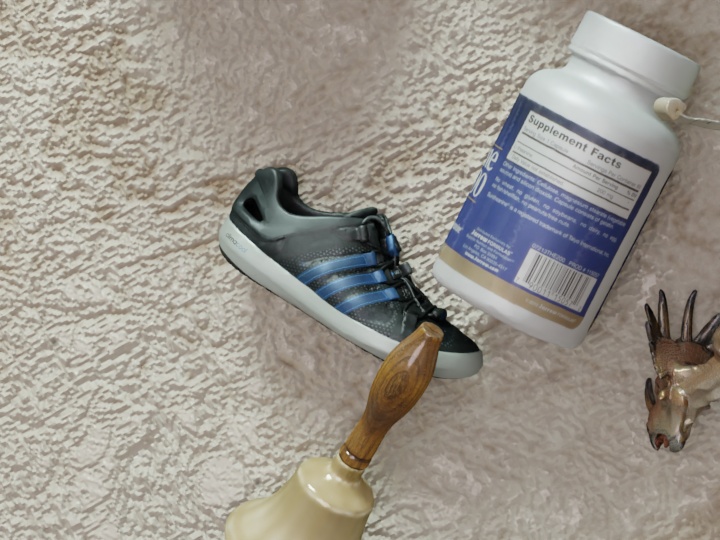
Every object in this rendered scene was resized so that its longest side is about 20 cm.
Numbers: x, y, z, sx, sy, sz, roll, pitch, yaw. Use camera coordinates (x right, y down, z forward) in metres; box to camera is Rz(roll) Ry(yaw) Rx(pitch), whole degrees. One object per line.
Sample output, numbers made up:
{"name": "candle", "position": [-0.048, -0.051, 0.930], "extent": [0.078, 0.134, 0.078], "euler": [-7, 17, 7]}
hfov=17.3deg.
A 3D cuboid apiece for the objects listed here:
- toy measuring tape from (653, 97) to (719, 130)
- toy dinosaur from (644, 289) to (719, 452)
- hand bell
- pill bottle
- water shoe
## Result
{"name": "toy measuring tape", "position": [0.283, -0.112, 1.488], "extent": [0.200, 0.074, 0.074], "euler": [9, 93, -16]}
{"name": "toy dinosaur", "position": [0.257, 0.027, 1.517], "extent": [0.200, 0.136, 0.086], "euler": [-43, 112, -12]}
{"name": "hand bell", "position": [0.001, 0.115, 1.530], "extent": [0.104, 0.104, 0.200], "euler": [36, 118, 10]}
{"name": "pill bottle", "position": [0.136, -0.060, 1.524], "extent": [0.111, 0.111, 0.200], "euler": [28, 97, 11]}
{"name": "water shoe", "position": [0.000, 0.000, 1.567], "extent": [0.200, 0.071, 0.079], "euler": [29, 101, 12]}
